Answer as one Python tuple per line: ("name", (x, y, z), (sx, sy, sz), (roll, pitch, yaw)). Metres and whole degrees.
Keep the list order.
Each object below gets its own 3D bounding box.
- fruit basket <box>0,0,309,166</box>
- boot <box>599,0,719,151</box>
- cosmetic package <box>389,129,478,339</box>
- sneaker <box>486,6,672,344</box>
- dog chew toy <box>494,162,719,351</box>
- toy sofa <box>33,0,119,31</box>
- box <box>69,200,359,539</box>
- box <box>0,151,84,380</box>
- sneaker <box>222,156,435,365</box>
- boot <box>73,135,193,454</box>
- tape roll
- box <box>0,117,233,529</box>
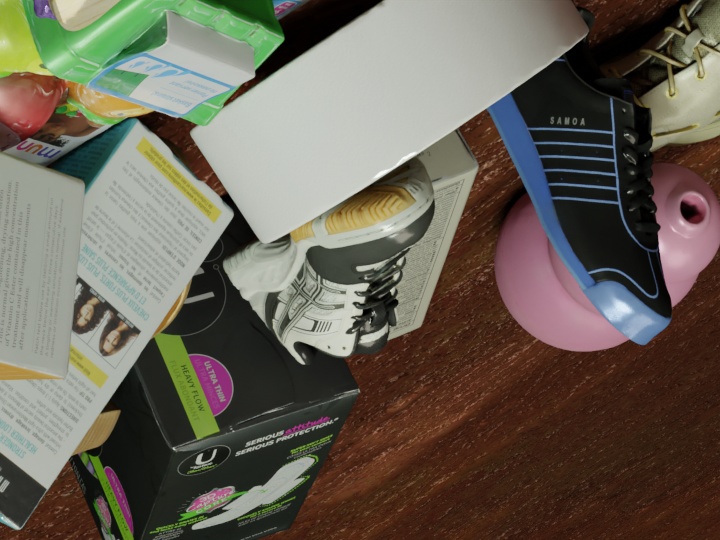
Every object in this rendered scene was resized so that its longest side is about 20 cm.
("fruit basket", (-0.142, -0.092, 0.990), (0.200, 0.094, 0.185), (-34, 158, 20))
("boot", (0.198, -0.133, 1.333), (0.200, 0.072, 0.155), (-17, 156, -39))
("cosmetic package", (-0.002, -0.023, 1.329), (0.103, 0.073, 0.200), (-20, 157, -21))
("sneaker", (0.141, -0.058, 1.253), (0.078, 0.200, 0.070), (-33, 167, 24))
("dog chew toy", (0.172, -0.017, 1.441), (0.124, 0.125, 0.200), (-18, 174, -25))
("toy sofa", (-0.067, -0.188, 0.852), (0.200, 0.083, 0.098), (-27, 140, -6))
("box", (-0.104, 0.075, 1.319), (0.124, 0.149, 0.200), (-16, 156, -25))
("box", (-0.235, -0.013, 0.952), (0.124, 0.098, 0.200), (-4, 166, 33))
("sneaker", (0.000, 0.000, 1.160), (0.076, 0.088, 0.200), (-33, -176, -24))
("boot", (-0.168, 0.025, 1.146), (0.144, 0.071, 0.202), (-7, 121, -56))
("tape roll", (0.014, -0.096, 1.090), (0.202, 0.071, 0.202), (-34, -175, 3))
("box", (-0.154, 0.023, 1.091), (0.082, 0.049, 0.200), (45, 70, -33))
